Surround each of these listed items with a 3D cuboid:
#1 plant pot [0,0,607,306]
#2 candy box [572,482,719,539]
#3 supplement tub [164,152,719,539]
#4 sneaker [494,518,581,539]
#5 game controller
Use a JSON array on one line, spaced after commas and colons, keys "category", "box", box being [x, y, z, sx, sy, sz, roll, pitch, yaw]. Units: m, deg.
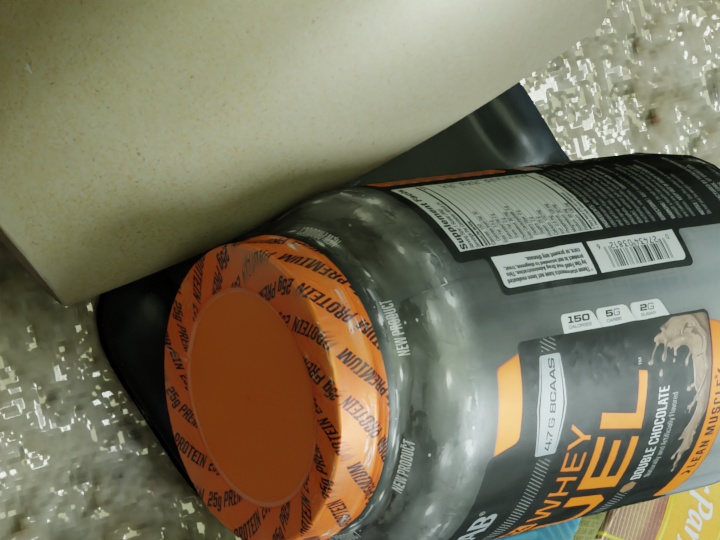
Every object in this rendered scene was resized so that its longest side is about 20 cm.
[{"category": "plant pot", "box": [-0.053, -0.087, 0.793, 0.200, 0.187, 0.187, -42, 105, -8]}, {"category": "candy box", "box": [0.129, 0.113, 0.924, 0.115, 0.055, 0.200, 34, 72, -21]}, {"category": "supplement tub", "box": [0.042, 0.028, 0.799, 0.199, 0.122, 0.123, -9, 91, -37]}, {"category": "sneaker", "box": [0.021, 0.121, 0.862, 0.076, 0.081, 0.200, 32, 53, -11]}, {"category": "game controller", "box": [0.000, 0.000, 0.883, 0.200, 0.042, 0.104, -35, 88, -24]}]
